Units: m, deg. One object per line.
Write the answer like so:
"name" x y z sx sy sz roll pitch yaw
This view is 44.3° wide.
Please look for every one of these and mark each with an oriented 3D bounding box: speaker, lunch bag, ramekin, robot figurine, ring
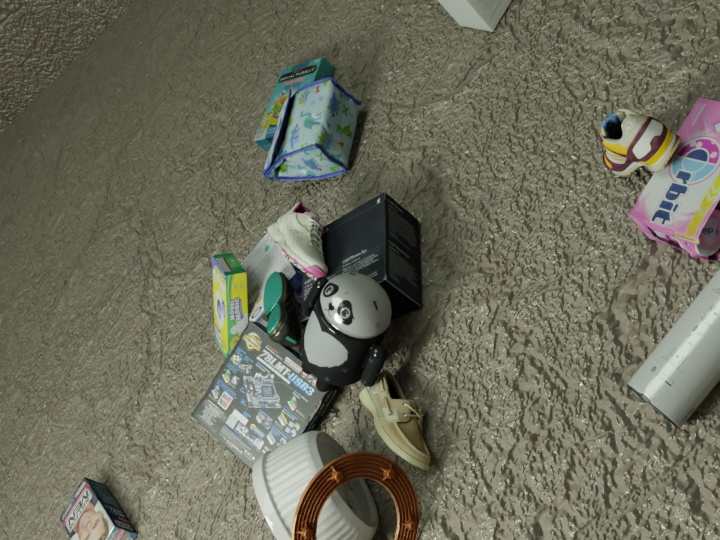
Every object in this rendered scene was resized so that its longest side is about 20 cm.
"speaker" 0.409 0.083 1.049 0.201 0.081 0.081 -53 38 4
"lunch bag" -0.114 -0.284 1.836 0.197 0.127 0.174 -9 58 43
"ramekin" -0.058 0.331 1.287 0.104 0.201 0.202 -34 41 8
"robot figurine" -0.028 0.099 1.401 0.126 0.147 0.202 -74 8 -55
"ring" -0.001 0.350 1.200 0.019 0.198 0.204 0 62 61

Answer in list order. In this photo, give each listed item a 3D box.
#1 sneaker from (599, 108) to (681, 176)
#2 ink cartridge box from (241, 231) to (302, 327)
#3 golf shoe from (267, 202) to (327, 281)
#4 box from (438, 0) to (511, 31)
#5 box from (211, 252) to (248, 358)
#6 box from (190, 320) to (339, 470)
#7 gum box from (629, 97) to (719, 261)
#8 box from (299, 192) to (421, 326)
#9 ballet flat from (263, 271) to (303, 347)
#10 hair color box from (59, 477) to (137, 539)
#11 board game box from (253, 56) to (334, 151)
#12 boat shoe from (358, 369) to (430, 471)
"sneaker" 0.369 -0.186 1.231 0.076 0.089 0.200 -55 6 -1
"ink cartridge box" -0.164 0.035 1.710 0.137 0.076 0.201 -48 37 11
"golf shoe" -0.098 -0.055 1.541 0.092 0.075 0.200 -48 39 4
"box" 0.204 -0.577 1.661 0.154 0.199 0.106 -56 39 -3
"box" -0.251 0.082 1.704 0.117 0.047 0.205 -138 44 -60
"box" -0.164 0.224 1.513 0.198 0.050 0.201 33 91 22
"gum box" 0.453 -0.118 1.160 0.202 0.066 0.113 -58 36 -3
"box" 0.000 0.000 1.535 0.198 0.103 0.186 -26 47 32
"ballet flat" -0.134 0.075 1.564 0.068 0.068 0.201 -48 23 19
"hair color box" -0.526 0.509 1.766 0.199 0.060 0.101 27 84 52
"board game box" -0.152 -0.380 2.028 0.149 0.047 0.204 -4 61 46
"boat shoe" 0.060 0.222 1.337 0.065 0.072 0.200 -50 32 8
